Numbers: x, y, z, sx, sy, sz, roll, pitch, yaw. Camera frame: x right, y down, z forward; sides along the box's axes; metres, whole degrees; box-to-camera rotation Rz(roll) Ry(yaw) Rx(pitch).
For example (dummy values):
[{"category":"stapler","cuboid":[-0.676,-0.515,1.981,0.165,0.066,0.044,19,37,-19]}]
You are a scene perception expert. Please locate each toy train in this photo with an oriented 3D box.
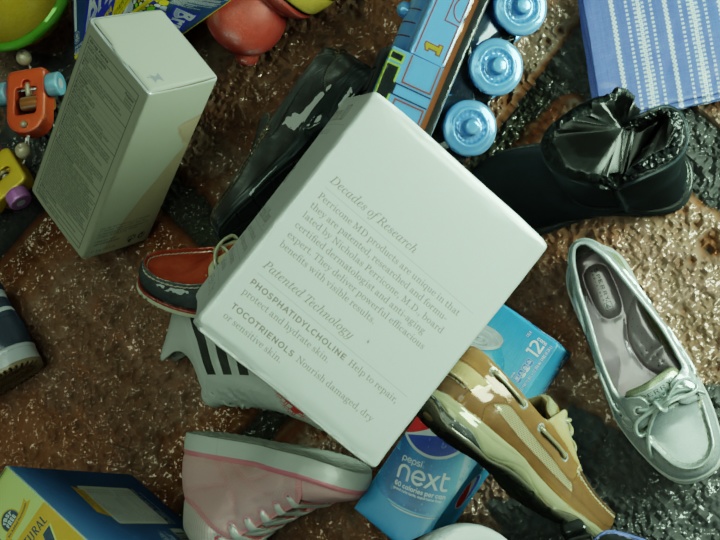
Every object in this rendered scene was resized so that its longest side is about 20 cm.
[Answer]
[{"category":"toy train","cuboid":[-0.365,-0.119,1.238,0.197,0.056,0.153,-12,75,13]},{"category":"toy train","cuboid":[0.074,-0.179,1.065,0.113,0.087,0.202,23,88,-9]}]

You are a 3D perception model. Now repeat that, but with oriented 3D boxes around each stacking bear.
[{"category":"stacking bear","cuboid":[-0.057,-0.271,1.130,0.121,0.114,0.200,42,109,-14]}]

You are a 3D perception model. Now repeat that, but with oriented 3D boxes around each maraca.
[{"category":"maraca","cuboid":[-0.341,-0.298,1.233,0.136,0.107,0.202,-26,67,7]}]

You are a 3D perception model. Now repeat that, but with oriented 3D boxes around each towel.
[{"category":"towel","cuboid":[0.280,-0.203,1.053,0.197,0.024,0.147,-11,74,15]}]

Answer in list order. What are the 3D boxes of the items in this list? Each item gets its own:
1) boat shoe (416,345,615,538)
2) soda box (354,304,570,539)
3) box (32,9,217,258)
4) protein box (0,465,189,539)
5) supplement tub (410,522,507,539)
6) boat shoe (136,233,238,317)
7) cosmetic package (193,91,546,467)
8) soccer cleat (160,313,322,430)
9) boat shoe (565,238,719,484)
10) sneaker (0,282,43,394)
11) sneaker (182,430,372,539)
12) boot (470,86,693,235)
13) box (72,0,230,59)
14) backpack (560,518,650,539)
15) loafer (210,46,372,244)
[{"category":"boat shoe","cuboid":[0.129,0.130,0.959,0.074,0.200,0.075,-55,30,-12]},{"category":"soda box","cuboid":[0.083,0.127,1.030,0.064,0.068,0.201,35,92,21]},{"category":"box","cuboid":[-0.208,-0.116,1.115,0.095,0.077,0.201,51,133,19]},{"category":"protein box","cuboid":[-0.201,0.271,1.029,0.198,0.200,0.136,36,92,21]},{"category":"supplement tub","cuboid":[0.032,0.269,0.955,0.199,0.121,0.124,-34,67,48]},{"category":"boat shoe","cuboid":[-0.091,-0.001,1.084,0.197,0.063,0.072,4,45,1]},{"category":"cosmetic package","cuboid":[0.000,0.000,0.952,0.166,0.167,0.201,39,90,-9]},{"category":"soccer cleat","cuboid":[-0.091,0.093,1.101,0.199,0.068,0.086,35,101,24]},{"category":"boat shoe","cuboid":[0.214,0.069,0.998,0.074,0.065,0.204,-26,73,13]},{"category":"sneaker","cuboid":[-0.400,0.085,1.199,0.198,0.070,0.110,-28,77,5]},{"category":"sneaker","cuboid":[-0.074,0.193,1.053,0.198,0.075,0.106,2,83,41]},{"category":"boot","cuboid":[0.156,-0.081,0.991,0.197,0.168,0.078,-3,79,19]},{"category":"box","cuboid":[-0.183,-0.246,1.141,0.199,0.064,0.071,-19,70,48]},{"category":"backpack","cuboid":[0.213,0.300,0.911,0.198,0.154,0.193,20,79,27]},{"category":"loafer","cuboid":[-0.063,-0.108,1.128,0.200,0.073,0.072,-46,61,-4]}]
